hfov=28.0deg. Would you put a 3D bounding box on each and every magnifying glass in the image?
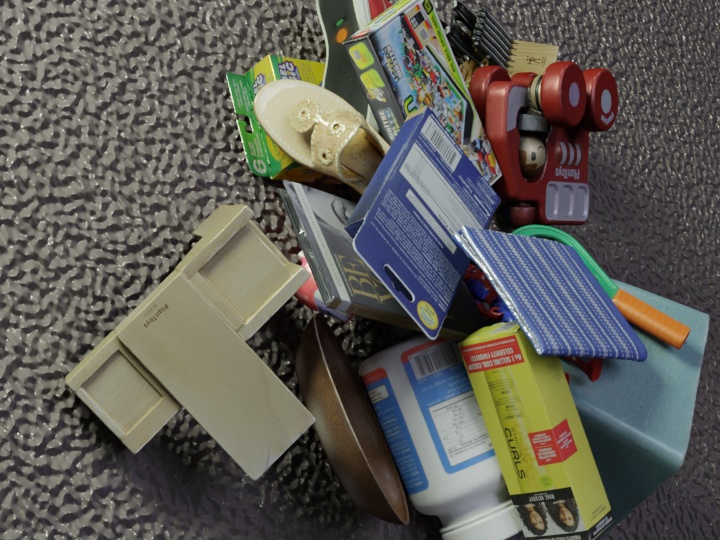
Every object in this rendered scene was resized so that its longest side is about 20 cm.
[{"bbox_3d":[0.230,0.018,1.413,0.198,0.023,0.080,29,50,17],"label":"magnifying glass"}]

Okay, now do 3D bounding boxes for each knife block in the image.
[{"bbox_3d":[0.139,-0.212,1.664,0.201,0.173,0.065,86,17,-50],"label":"knife block"}]

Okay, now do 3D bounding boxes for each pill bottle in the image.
[{"bbox_3d":[0.083,0.161,1.359,0.111,0.112,0.202,-14,80,-48],"label":"pill bottle"}]

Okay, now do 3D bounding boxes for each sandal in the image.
[{"bbox_3d":[-0.003,-0.113,1.327,0.211,0.070,0.078,41,72,-3],"label":"sandal"}]

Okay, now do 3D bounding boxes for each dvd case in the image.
[{"bbox_3d":[0.025,-0.005,1.325,0.198,0.016,0.150,16,37,-38],"label":"dvd case"}]

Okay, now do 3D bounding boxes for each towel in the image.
[{"bbox_3d":[0.174,0.025,1.305,0.199,0.024,0.146,7,43,-52],"label":"towel"}]

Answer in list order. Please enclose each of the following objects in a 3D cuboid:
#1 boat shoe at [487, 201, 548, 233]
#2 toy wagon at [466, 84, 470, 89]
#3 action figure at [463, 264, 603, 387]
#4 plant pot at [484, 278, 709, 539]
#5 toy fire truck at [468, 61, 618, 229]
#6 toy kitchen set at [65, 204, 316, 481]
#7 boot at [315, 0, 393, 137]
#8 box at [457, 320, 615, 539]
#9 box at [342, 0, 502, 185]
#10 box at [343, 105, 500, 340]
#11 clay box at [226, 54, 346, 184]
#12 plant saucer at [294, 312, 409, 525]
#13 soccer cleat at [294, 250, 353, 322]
[{"bbox_3d":[0.162,-0.050,1.581,0.075,0.073,0.200,58,36,-8],"label":"boat shoe"},{"bbox_3d":[0.101,-0.118,1.525,0.199,0.039,0.158,-13,107,-61],"label":"toy wagon"},{"bbox_3d":[0.146,0.037,1.373,0.065,0.052,0.200,-30,48,-20],"label":"action figure"},{"bbox_3d":[0.206,0.120,1.452,0.198,0.196,0.198,27,48,-4],"label":"plant pot"},{"bbox_3d":[0.191,-0.129,1.520,0.199,0.111,0.171,-3,94,-56],"label":"toy fire truck"},{"bbox_3d":[-0.124,0.073,1.228,0.200,0.180,0.163,-44,101,-7],"label":"toy kitchen set"},{"bbox_3d":[0.030,-0.195,1.461,0.143,0.072,0.203,23,51,-42],"label":"boot"},{"bbox_3d":[0.158,0.145,1.297,0.050,0.075,0.203,-25,98,-48],"label":"box"},{"bbox_3d":[0.063,-0.153,1.395,0.110,0.034,0.202,-43,116,-41],"label":"box"},{"bbox_3d":[0.053,-0.041,1.292,0.121,0.032,0.201,49,43,-21],"label":"box"},{"bbox_3d":[-0.038,-0.148,1.449,0.198,0.047,0.116,1,68,-46],"label":"clay box"},{"bbox_3d":[-0.013,0.136,1.272,0.200,0.036,0.203,-25,91,-86],"label":"plant saucer"},{"bbox_3d":[0.000,0.000,1.368,0.076,0.067,0.200,39,25,12],"label":"soccer cleat"}]
